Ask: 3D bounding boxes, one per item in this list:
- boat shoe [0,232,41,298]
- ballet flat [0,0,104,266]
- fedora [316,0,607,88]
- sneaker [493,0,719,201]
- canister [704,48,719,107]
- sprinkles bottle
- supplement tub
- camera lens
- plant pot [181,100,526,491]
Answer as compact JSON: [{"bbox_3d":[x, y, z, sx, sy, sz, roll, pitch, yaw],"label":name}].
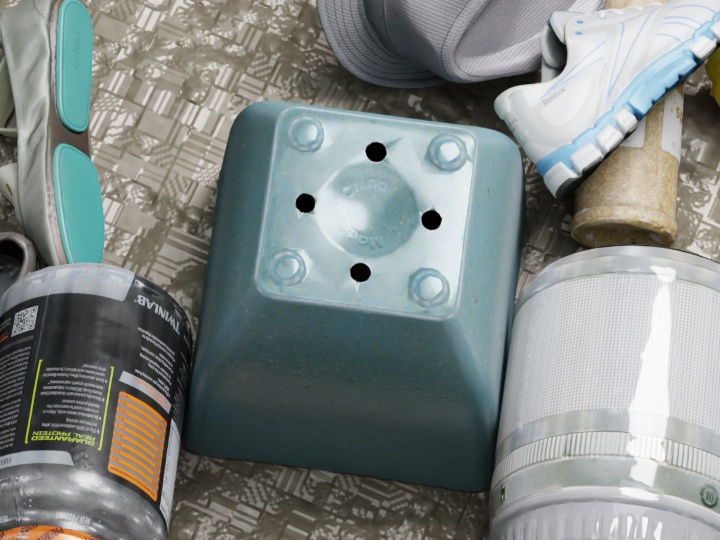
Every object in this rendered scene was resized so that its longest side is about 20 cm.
[{"bbox_3d":[-0.278,0.045,1.742,0.201,0.061,0.072,-39,77,-14],"label":"boat shoe"},{"bbox_3d":[-0.197,-0.076,1.796,0.063,0.067,0.201,-12,69,23],"label":"ballet flat"},{"bbox_3d":[0.081,-0.177,1.765,0.199,0.177,0.090,-33,47,-14],"label":"fedora"},{"bbox_3d":[0.158,-0.135,1.735,0.087,0.075,0.200,46,61,4],"label":"sneaker"},{"bbox_3d":[0.320,-0.068,1.792,0.148,0.087,0.201,-20,74,-10],"label":"canister"},{"bbox_3d":[0.170,-0.113,1.810,0.068,0.068,0.201,6,71,0],"label":"sprinkles bottle"},{"bbox_3d":[-0.165,0.106,1.666,0.122,0.123,0.201,6,51,0],"label":"supplement tub"},{"bbox_3d":[0.159,0.098,1.674,0.159,0.160,0.201,9,60,1],"label":"camera lens"},{"bbox_3d":[0.000,0.000,1.696,0.195,0.200,0.197,7,71,1],"label":"plant pot"}]
